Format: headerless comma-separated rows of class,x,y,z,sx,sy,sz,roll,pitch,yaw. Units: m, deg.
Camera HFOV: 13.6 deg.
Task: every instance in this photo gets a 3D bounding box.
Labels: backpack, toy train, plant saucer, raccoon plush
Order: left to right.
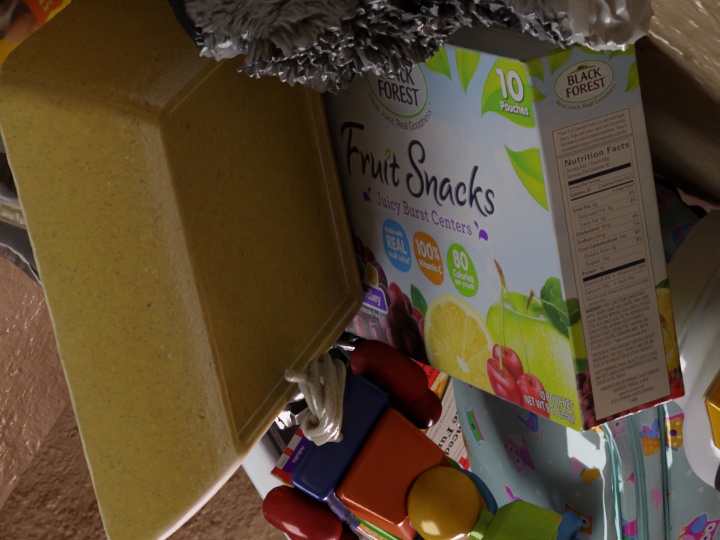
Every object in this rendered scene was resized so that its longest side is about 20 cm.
plant saucer,-0.055,-0.021,1.146,0.048,0.200,0.201,-2,114,24
raccoon plush,0.020,-0.088,1.056,0.199,0.097,0.134,29,-179,25
toy train,0.028,0.089,1.187,0.115,0.085,0.200,30,174,11
backpack,0.114,0.060,1.303,0.167,0.126,0.201,30,142,38

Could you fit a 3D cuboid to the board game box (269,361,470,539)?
board game box,0.057,0.084,1.557,0.046,0.152,0.200,27,173,39

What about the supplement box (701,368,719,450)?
supplement box,0.230,0.058,1.031,0.199,0.109,0.110,31,174,14

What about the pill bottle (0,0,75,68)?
pill bottle,-0.154,-0.121,1.105,0.109,0.201,0.109,31,174,4

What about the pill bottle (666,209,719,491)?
pill bottle,0.203,0.059,1.150,0.199,0.113,0.112,30,173,15

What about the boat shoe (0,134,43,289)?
boat shoe,-0.137,-0.032,1.418,0.202,0.075,0.075,28,-152,-13

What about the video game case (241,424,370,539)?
video game case,-0.034,0.043,1.575,0.023,0.182,0.201,-19,117,25

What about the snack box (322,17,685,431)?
snack box,0.044,-0.031,1.165,0.200,0.053,0.143,20,122,61

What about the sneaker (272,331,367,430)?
sneaker,0.000,0.000,1.309,0.076,0.199,0.115,36,-145,-38
